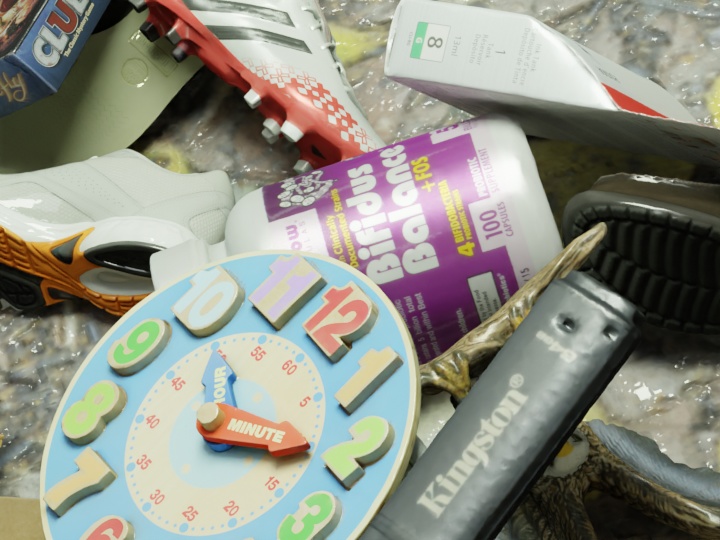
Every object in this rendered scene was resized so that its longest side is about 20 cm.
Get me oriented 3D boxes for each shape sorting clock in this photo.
[{"bbox_3d":[-0.064,0.076,1.381,0.200,0.039,0.200,-14,51,18],"label":"shape sorting clock"}]

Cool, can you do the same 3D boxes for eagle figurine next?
[{"bbox_3d":[0.107,0.104,1.376,0.200,0.151,0.152,50,119,13],"label":"eagle figurine"}]

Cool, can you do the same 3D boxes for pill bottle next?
[{"bbox_3d":[0.000,0.000,1.496,0.200,0.112,0.112,-19,46,2],"label":"pill bottle"}]

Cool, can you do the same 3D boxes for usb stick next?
[{"bbox_3d":[0.050,0.089,1.301,0.055,0.033,0.200,33,83,44],"label":"usb stick"}]

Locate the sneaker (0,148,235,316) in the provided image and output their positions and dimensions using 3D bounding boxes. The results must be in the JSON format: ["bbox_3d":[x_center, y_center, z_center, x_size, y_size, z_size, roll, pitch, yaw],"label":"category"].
[{"bbox_3d":[-0.159,-0.028,1.614,0.199,0.076,0.092,10,45,17],"label":"sneaker"}]

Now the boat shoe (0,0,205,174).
[{"bbox_3d":[-0.135,-0.117,1.688,0.201,0.074,0.063,-41,5,-4],"label":"boat shoe"}]

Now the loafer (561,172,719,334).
[{"bbox_3d":[0.198,-0.010,1.458,0.199,0.073,0.071,13,41,2],"label":"loafer"}]

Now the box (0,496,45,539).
[{"bbox_3d":[-0.138,0.197,1.424,0.163,0.021,0.200,2,49,20],"label":"box"}]

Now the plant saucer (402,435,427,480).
[{"bbox_3d":[-0.042,0.150,1.374,0.200,0.050,0.201,-14,51,19],"label":"plant saucer"}]

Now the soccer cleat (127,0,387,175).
[{"bbox_3d":[-0.038,-0.118,1.615,0.200,0.069,0.085,40,78,19],"label":"soccer cleat"}]

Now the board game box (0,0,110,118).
[{"bbox_3d":[-0.213,-0.131,1.678,0.200,0.035,0.136,-19,36,45],"label":"board game box"}]

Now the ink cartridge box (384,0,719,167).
[{"bbox_3d":[0.135,-0.090,1.502,0.200,0.161,0.050,9,86,28],"label":"ink cartridge box"}]

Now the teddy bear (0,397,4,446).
[{"bbox_3d":[-0.284,0.076,1.505,0.199,0.067,0.145,-2,52,16],"label":"teddy bear"}]
